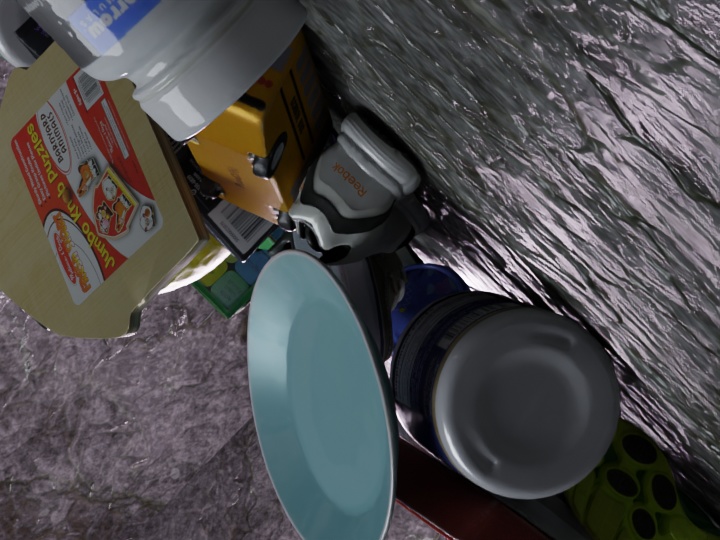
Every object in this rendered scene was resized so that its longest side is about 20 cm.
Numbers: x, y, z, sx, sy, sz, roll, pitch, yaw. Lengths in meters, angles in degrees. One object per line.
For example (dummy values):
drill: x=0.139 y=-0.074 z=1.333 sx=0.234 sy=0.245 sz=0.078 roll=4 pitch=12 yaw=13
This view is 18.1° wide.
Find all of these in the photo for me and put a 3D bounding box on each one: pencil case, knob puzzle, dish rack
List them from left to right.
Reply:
knob puzzle: x=-0.179 y=-0.046 z=1.465 sx=0.030 sy=0.221 sz=0.220 roll=-7 pitch=-141 yaw=-45
pencil case: x=0.079 y=0.073 z=1.622 sx=0.086 sy=0.078 sz=0.200 roll=3 pitch=149 yaw=32
dish rack: x=0.111 y=0.153 z=1.555 sx=0.171 sy=0.044 sz=0.200 roll=32 pitch=175 yaw=39

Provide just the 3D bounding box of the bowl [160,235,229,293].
bowl: x=-0.130 y=-0.083 z=1.740 sx=0.107 sy=0.201 sz=0.200 roll=-5 pitch=-151 yaw=-35

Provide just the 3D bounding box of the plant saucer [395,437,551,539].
plant saucer: x=0.086 y=0.170 z=1.434 sx=0.199 sy=0.037 sz=0.200 roll=38 pitch=175 yaw=-31

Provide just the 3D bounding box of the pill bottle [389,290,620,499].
pill bottle: x=0.079 y=0.071 z=1.393 sx=0.111 sy=0.111 sz=0.200 roll=46 pitch=175 yaw=-11

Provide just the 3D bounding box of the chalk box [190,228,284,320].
chalk box: x=-0.120 y=-0.051 z=1.895 sx=0.124 sy=0.124 sz=0.200 roll=47 pitch=178 yaw=-22

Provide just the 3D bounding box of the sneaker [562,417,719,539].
sneaker: x=0.187 y=0.166 z=1.501 sx=0.200 sy=0.074 sz=0.084 roll=47 pitch=171 yaw=-24

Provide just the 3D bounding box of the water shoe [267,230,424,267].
water shoe: x=-0.004 y=0.003 z=1.699 sx=0.072 sy=0.079 sz=0.200 roll=47 pitch=174 yaw=-26

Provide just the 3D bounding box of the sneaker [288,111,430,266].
sneaker: x=-0.008 y=-0.040 z=1.407 sx=0.074 sy=0.080 sz=0.200 roll=41 pitch=176 yaw=11

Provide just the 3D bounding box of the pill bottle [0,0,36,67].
pill bottle: x=-0.265 y=-0.228 z=1.755 sx=0.113 sy=0.113 sz=0.200 roll=48 pitch=174 yaw=-33

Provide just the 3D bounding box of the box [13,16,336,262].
box: x=-0.123 y=-0.118 z=1.534 sx=0.200 sy=0.106 sz=0.122 roll=41 pitch=173 yaw=39

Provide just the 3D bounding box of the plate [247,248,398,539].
plate: x=-0.018 y=0.084 z=1.393 sx=0.200 sy=0.025 sz=0.202 roll=36 pitch=132 yaw=56

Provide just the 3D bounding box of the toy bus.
toy bus: x=-0.063 y=-0.089 z=1.355 sx=0.065 sy=0.079 sz=0.200 roll=23 pitch=168 yaw=11

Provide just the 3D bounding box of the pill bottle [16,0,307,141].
pill bottle: x=-0.127 y=-0.168 z=1.129 sx=0.200 sy=0.114 sz=0.114 roll=46 pitch=175 yaw=-12

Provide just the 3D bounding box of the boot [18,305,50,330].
boot: x=-0.183 y=-0.008 z=1.569 sx=0.068 sy=0.131 sz=0.200 roll=43 pitch=178 yaw=0

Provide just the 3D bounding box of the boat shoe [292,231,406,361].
boat shoe: x=0.000 y=0.000 z=1.525 sx=0.062 sy=0.072 sz=0.201 roll=5 pitch=-144 yaw=-16
